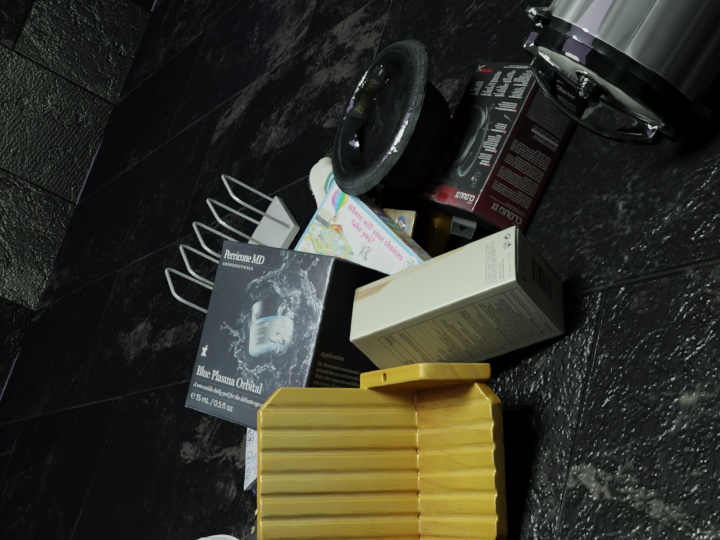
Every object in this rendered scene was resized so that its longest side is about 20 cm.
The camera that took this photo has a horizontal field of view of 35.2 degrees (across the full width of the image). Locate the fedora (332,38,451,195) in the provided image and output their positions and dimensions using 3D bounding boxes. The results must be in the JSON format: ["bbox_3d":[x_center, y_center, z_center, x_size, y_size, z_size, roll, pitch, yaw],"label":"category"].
[{"bbox_3d":[0.049,-0.168,1.339,0.200,0.091,0.202,-40,37,39],"label":"fedora"}]

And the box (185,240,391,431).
[{"bbox_3d":[-0.078,0.082,1.273,0.195,0.117,0.203,8,83,45],"label":"box"}]

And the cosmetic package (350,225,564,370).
[{"bbox_3d":[0.098,0.041,1.156,0.198,0.105,0.072,-20,44,29],"label":"cosmetic package"}]

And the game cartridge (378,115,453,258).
[{"bbox_3d":[0.082,-0.103,1.461,0.176,0.032,0.202,5,71,63],"label":"game cartridge"}]

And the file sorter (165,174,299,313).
[{"bbox_3d":[-0.212,-0.035,1.845,0.201,0.124,0.139,-57,27,11],"label":"file sorter"}]

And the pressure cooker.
[{"bbox_3d":[0.259,-0.225,1.073,0.201,0.177,0.176,-59,29,8],"label":"pressure cooker"}]

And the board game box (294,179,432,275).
[{"bbox_3d":[0.000,0.000,1.326,0.200,0.034,0.135,46,111,41],"label":"board game box"}]

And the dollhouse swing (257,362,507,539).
[{"bbox_3d":[0.015,0.192,1.084,0.181,0.174,0.203,-18,70,57],"label":"dollhouse swing"}]

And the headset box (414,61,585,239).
[{"bbox_3d":[0.154,-0.133,1.302,0.202,0.077,0.149,-65,25,-1],"label":"headset box"}]

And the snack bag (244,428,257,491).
[{"bbox_3d":[-0.095,0.170,1.511,0.200,0.021,0.190,-43,32,36],"label":"snack bag"}]

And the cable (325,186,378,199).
[{"bbox_3d":[-0.013,-0.112,1.486,0.096,0.051,0.200,-14,4,9],"label":"cable"}]

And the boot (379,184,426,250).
[{"bbox_3d":[0.046,-0.046,1.404,0.076,0.073,0.203,99,-179,-72],"label":"boot"}]

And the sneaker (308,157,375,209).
[{"bbox_3d":[-0.019,-0.105,1.632,0.093,0.070,0.201,-30,34,19],"label":"sneaker"}]

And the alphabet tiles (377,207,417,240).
[{"bbox_3d":[-0.010,0.023,1.363,0.166,0.007,0.203,8,85,47],"label":"alphabet tiles"}]

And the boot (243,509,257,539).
[{"bbox_3d":[-0.135,0.334,1.366,0.199,0.073,0.152,19,79,38],"label":"boot"}]

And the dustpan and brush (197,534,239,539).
[{"bbox_3d":[-0.158,0.394,1.441,0.200,0.057,0.141,-40,45,51],"label":"dustpan and brush"}]

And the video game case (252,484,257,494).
[{"bbox_3d":[-0.075,0.198,1.493,0.200,0.018,0.144,-38,35,43],"label":"video game case"}]
